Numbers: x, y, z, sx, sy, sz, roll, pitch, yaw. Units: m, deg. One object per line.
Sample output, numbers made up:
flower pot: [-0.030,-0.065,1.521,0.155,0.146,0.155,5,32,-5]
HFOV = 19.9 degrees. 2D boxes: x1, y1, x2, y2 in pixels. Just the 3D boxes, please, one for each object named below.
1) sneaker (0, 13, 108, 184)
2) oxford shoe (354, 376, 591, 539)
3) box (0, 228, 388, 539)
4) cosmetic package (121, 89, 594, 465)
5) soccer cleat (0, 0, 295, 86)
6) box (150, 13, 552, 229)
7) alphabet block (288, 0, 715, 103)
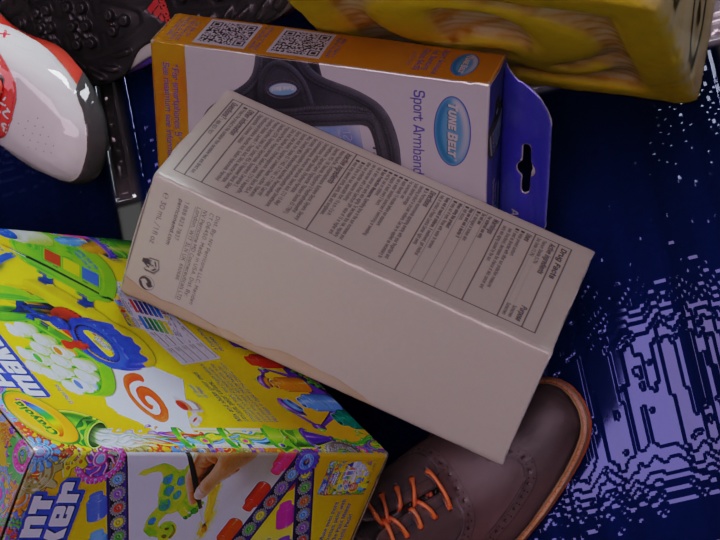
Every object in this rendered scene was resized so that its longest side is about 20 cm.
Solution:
sneaker: [-0.226,-0.107,1.071,0.201,0.108,0.067,47,130,25]
oxford shoe: [0.029,0.124,1.004,0.200,0.073,0.071,-40,74,6]
box: [-0.132,0.078,0.943,0.200,0.192,0.123,42,117,43]
cosmetic package: [0.000,0.000,0.972,0.199,0.104,0.073,26,123,6]
soccer cleat: [-0.103,-0.144,1.089,0.199,0.073,0.069,-12,98,30]
box: [-0.005,-0.056,1.026,0.198,0.042,0.120,10,122,17]
alphabet block: [0.076,-0.207,0.980,0.195,0.195,0.202,9,83,17]
